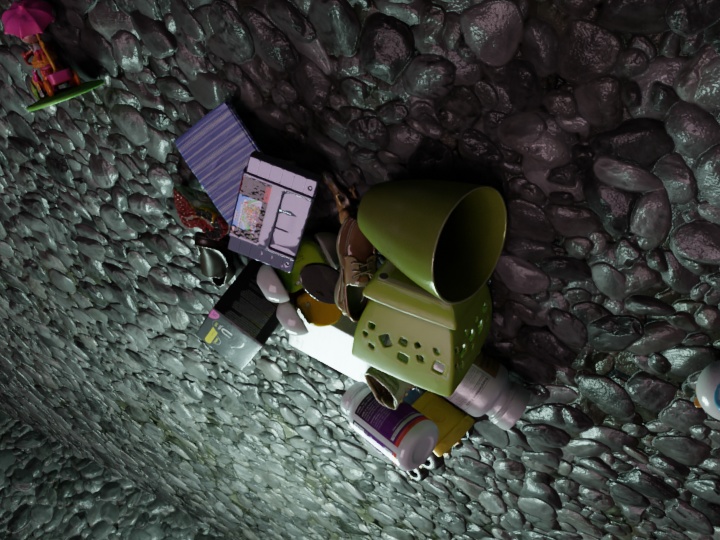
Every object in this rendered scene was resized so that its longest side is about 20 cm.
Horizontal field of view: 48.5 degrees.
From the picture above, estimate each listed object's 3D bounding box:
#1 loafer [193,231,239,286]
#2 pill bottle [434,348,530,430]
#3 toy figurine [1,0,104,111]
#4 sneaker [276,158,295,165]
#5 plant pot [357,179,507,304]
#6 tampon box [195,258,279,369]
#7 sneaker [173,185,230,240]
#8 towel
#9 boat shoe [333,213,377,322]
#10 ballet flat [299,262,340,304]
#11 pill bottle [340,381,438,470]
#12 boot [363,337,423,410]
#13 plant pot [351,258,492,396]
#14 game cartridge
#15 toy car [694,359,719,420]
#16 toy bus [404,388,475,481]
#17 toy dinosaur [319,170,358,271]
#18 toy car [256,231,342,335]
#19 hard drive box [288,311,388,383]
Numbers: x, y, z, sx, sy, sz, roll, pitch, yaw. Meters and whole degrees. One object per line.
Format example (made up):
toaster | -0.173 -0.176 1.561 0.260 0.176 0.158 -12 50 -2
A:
loafer | -0.300 -0.018 1.667 0.073 0.072 0.200 13 160 14
pill bottle | 0.218 0.212 1.524 0.200 0.114 0.114 34 144 0
toy figurine | -0.591 -0.410 1.484 0.200 0.150 0.185 22 136 59
sneaker | -0.162 -0.180 1.434 0.200 0.076 0.092 40 122 0
plant pot | 0.097 -0.068 1.268 0.200 0.187 0.187 24 145 38
tampon box | -0.220 0.073 1.643 0.126 0.200 0.150 37 144 -4
sneaker | -0.306 -0.121 1.599 0.200 0.082 0.078 30 135 37
towel | -0.225 -0.180 1.409 0.145 0.024 0.200 -30 96 29
boat shoe | 0.000 0.000 1.384 0.074 0.075 0.201 -120 28 -53
ballet flat | -0.036 0.032 1.469 0.200 0.067 0.046 23 -165 -36
pill bottle | 0.054 0.308 1.619 0.200 0.112 0.113 33 149 36
boot | 0.105 0.223 1.590 0.200 0.155 0.072 48 143 -15
plant pot | 0.114 0.061 1.373 0.198 0.200 0.182 20 135 19
game cartridge | -0.155 -0.098 1.383 0.129 0.038 0.200 18 125 -2
toy car | 0.577 0.167 1.187 0.184 0.177 0.200 32 175 -19
toy bus | 0.125 0.339 1.744 0.192 0.136 0.200 44 146 11
toy dinosaur | -0.017 -0.089 1.420 0.106 0.060 0.201 5 116 44
toy car | -0.107 0.011 1.545 0.150 0.175 0.200 50 168 55
hard drive box | -0.043 0.135 1.677 0.200 0.077 0.156 28 144 10
